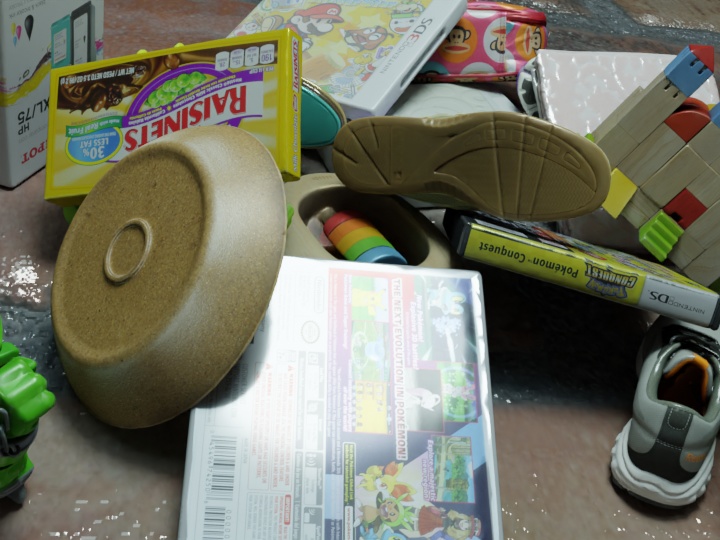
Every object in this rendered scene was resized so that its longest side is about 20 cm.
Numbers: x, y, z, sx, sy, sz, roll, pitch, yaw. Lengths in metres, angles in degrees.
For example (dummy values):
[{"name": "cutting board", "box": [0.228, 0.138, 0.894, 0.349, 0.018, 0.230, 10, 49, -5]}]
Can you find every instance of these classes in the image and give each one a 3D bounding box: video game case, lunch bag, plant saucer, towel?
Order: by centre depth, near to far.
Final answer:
[{"name": "video game case", "box": [-0.010, 0.082, 0.565, 0.180, 0.023, 0.202, 5, 57, -7]}, {"name": "plant saucer", "box": [-0.131, -0.006, 0.584, 0.035, 0.201, 0.200, 31, 12, -47]}, {"name": "video game case", "box": [0.154, -0.010, 0.712, 0.179, 0.026, 0.200, 16, 8, 0]}, {"name": "towel", "box": [0.257, -0.108, 0.874, 0.189, 0.032, 0.202, 0, 71, -14]}, {"name": "video game case", "box": [-0.024, -0.228, 0.923, 0.199, 0.023, 0.183, 20, 57, 27]}, {"name": "lunch bag", "box": [0.104, -0.241, 1.031, 0.198, 0.083, 0.176, 5, 9, 11]}]

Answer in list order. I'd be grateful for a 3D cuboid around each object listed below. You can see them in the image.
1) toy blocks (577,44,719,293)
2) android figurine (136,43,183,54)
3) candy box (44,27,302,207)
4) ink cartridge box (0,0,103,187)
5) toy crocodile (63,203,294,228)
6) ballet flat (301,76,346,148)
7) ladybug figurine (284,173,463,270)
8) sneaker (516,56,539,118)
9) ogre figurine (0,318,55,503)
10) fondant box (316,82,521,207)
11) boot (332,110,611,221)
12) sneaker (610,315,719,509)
[{"name": "toy blocks", "box": [0.273, -0.087, 0.762, 0.200, 0.137, 0.100, 42, 27, -5]}, {"name": "android figurine", "box": [-0.150, -0.176, 0.948, 0.181, 0.041, 0.200, -20, 46, -35]}, {"name": "candy box", "box": [-0.134, -0.105, 0.669, 0.198, 0.103, 0.026, -4, -9, 21]}, {"name": "ink cartridge box", "box": [-0.317, -0.205, 0.804, 0.145, 0.201, 0.147, 19, 35, 11]}, {"name": "toy crocodile", "box": [-0.135, -0.038, 0.694, 0.199, 0.062, 0.068, 7, 52, 36]}, {"name": "ballet flat", "box": [-0.104, -0.161, 0.855, 0.198, 0.069, 0.063, 15, 27, 2]}, {"name": "ladybug figurine", "box": [0.000, 0.000, 0.702, 0.134, 0.072, 0.200, -7, 38, -24]}, {"name": "sneaker", "box": [0.226, -0.161, 0.974, 0.199, 0.081, 0.083, 19, 10, -35]}, {"name": "ogre figurine", "box": [-0.234, 0.055, 0.525, 0.198, 0.121, 0.098, 17, 39, 13]}, {"name": "fondant box", "box": [0.065, -0.123, 0.908, 0.198, 0.059, 0.145, -6, 37, -20]}, {"name": "boot", "box": [0.096, -0.080, 0.721, 0.198, 0.074, 0.155, 5, 7, 21]}, {"name": "sneaker", "box": [0.226, 0.073, 0.650, 0.073, 0.080, 0.200, 18, 34, 15]}]
